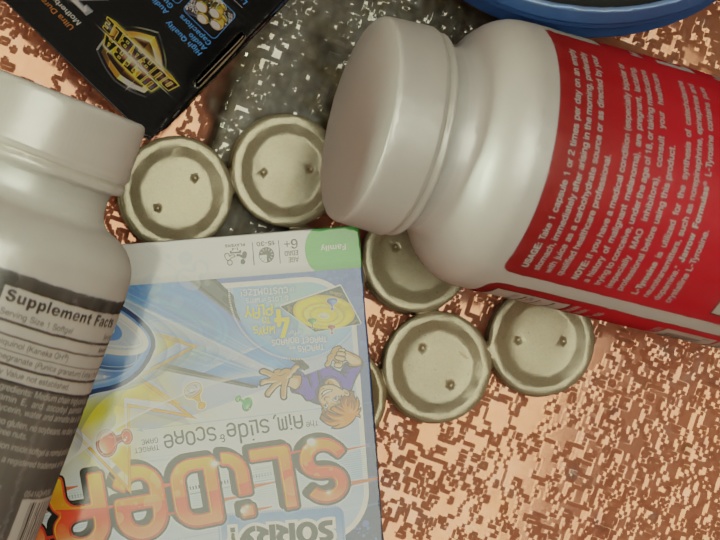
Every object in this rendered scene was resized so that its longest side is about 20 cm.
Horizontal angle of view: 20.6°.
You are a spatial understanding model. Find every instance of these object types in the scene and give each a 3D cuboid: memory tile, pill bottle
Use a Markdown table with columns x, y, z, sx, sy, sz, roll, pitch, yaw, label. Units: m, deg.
| x | y | z | sx | sy | sz | roll | pitch | yaw | label |
| --- | --- | --- | --- | --- | --- | --- | --- | --- | --- |
| 0.000 | 0.000 | 0.874 | 0.199 | 0.017 | 0.154 | -13 | 92 | -10 | memory tile |
| 0.090 | -0.039 | 0.821 | 0.199 | 0.112 | 0.113 | 13 | 87 | -20 | pill bottle |
| -0.154 | 0.024 | 0.758 | 0.110 | 0.111 | 0.201 | 20 | 91 | -9 | pill bottle |

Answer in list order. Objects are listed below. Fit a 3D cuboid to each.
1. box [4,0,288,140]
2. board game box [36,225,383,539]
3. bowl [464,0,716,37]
| x | y | z | sx | sy | sz | roll | pitch | yaw | label |
| --- | --- | --- | --- | --- | --- | --- | --- | --- | --- |
| -0.092 | -0.186 | 0.790 | 0.200 | 0.050 | 0.198 | 44 | 124 | -5 | box |
| -0.094 | 0.056 | 0.833 | 0.199 | 0.034 | 0.136 | -5 | 91 | 0 | board game box |
| 0.096 | -0.191 | 0.849 | 0.199 | 0.039 | 0.202 | 1 | 69 | -3 | bowl |
